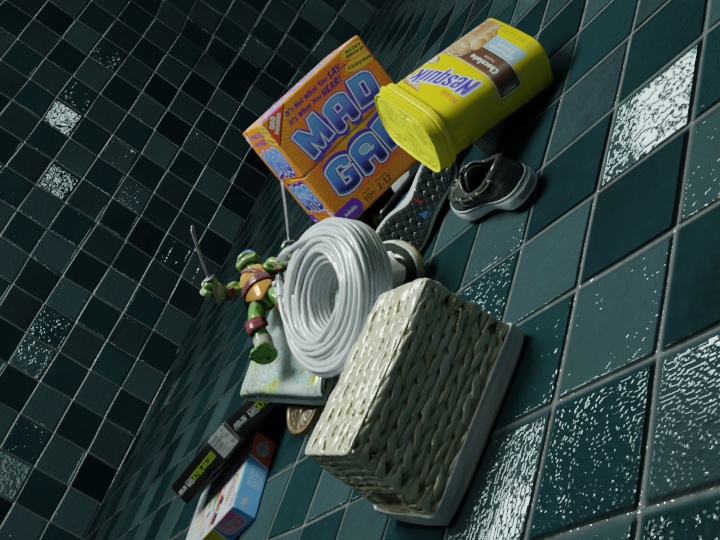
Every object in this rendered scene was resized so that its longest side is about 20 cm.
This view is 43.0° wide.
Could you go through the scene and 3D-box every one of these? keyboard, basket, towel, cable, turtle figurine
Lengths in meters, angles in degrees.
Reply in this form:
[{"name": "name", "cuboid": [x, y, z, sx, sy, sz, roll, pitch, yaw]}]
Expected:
[{"name": "keyboard", "cuboid": [0.094, -0.142, 1.418, 0.201, 0.020, 0.127, -50, -8, -6]}, {"name": "basket", "cuboid": [0.049, 0.122, 0.876, 0.203, 0.122, 0.135, -63, 15, -21]}, {"name": "towel", "cuboid": [-0.084, 0.108, 1.330, 0.197, 0.048, 0.174, -6, 53, 46]}, {"name": "cable", "cuboid": [-0.033, 0.035, 1.168, 0.199, 0.068, 0.204, -38, 54, 46]}, {"name": "turtle figurine", "cuboid": [-0.152, 0.017, 1.301, 0.196, 0.141, 0.202, 60, 149, 35]}]

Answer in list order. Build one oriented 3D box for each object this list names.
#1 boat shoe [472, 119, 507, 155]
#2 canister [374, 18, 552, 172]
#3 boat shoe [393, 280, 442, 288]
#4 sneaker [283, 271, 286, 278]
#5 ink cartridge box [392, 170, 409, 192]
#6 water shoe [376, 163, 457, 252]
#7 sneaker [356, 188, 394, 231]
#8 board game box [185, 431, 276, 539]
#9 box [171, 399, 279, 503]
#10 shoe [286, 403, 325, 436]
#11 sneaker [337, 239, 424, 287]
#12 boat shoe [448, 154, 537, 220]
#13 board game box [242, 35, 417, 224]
[{"name": "boat shoe", "cuboid": [0.177, -0.231, 1.295, 0.072, 0.069, 0.202, -52, 14, 27]}, {"name": "canister", "cuboid": [0.137, -0.237, 1.210, 0.198, 0.087, 0.148, -36, 43, -11]}, {"name": "boat shoe", "cuboid": [0.037, 0.054, 1.165, 0.068, 0.057, 0.200, -33, -6, -37]}, {"name": "sneaker", "cuboid": [-0.100, 0.050, 1.593, 0.081, 0.074, 0.205, 112, 165, -76]}, {"name": "ink cartridge box", "cuboid": [0.020, -0.079, 1.600, 0.171, 0.044, 0.201, -26, 25, 18]}, {"name": "water shoe", "cuboid": [0.082, -0.076, 1.348, 0.202, 0.071, 0.079, -56, -9, -3]}, {"name": "sneaker", "cuboid": [0.007, -0.076, 1.478, 0.077, 0.067, 0.201, -25, 23, 23]}, {"name": "board game box", "cuboid": [-0.214, 0.374, 1.456, 0.201, 0.040, 0.154, -50, 16, 34]}, {"name": "box", "cuboid": [-0.205, 0.270, 1.512, 0.201, 0.047, 0.193, -50, -3, 35]}, {"name": "shoe", "cuboid": [-0.049, 0.154, 1.338, 0.069, 0.053, 0.203, -5, 55, 44]}, {"name": "sneaker", "cuboid": [0.000, 0.000, 1.271, 0.087, 0.078, 0.197, -18, 15, -42]}, {"name": "boat shoe", "cuboid": [0.149, -0.108, 1.122, 0.070, 0.056, 0.200, -60, 14, -10]}, {"name": "board game box", "cuboid": [-0.038, -0.210, 1.440, 0.200, 0.201, 0.200, -43, 14, -9]}]
